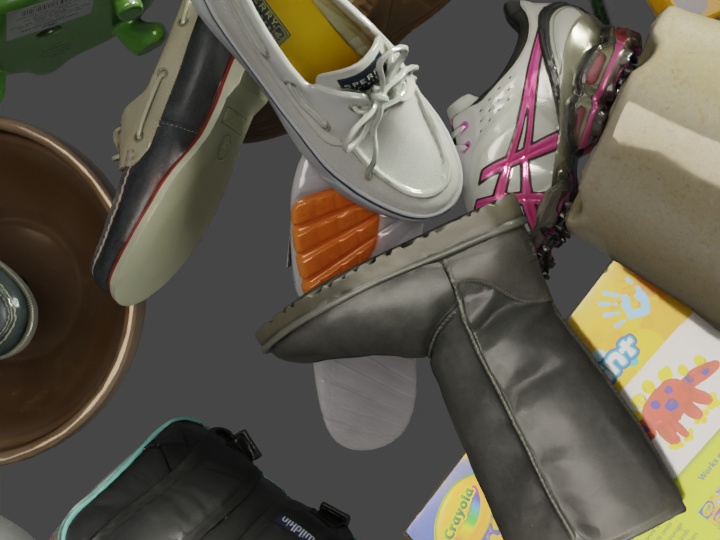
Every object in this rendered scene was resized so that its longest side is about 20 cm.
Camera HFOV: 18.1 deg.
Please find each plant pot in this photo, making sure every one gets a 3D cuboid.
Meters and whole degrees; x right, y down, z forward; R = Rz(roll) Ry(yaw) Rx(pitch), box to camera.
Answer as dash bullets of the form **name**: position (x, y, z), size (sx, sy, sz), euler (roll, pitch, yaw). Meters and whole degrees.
- **plant pot**: position (-0.216, 0.012, 1.325), size (0.200, 0.093, 0.202), euler (0, 89, 9)
- **plant pot**: position (0.216, -0.043, 1.199), size (0.183, 0.200, 0.201), euler (25, 94, 6)

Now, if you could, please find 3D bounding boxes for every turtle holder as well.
- **turtle holder**: position (-0.181, -0.175, 1.264), size (0.140, 0.185, 0.132), euler (-23, 83, 17)

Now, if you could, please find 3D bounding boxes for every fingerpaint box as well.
- **fingerpaint box**: position (0.150, 0.118, 1.277), size (0.167, 0.073, 0.200), euler (37, 95, 6)

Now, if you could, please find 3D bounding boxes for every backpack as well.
- **backpack**: position (-0.101, 0.196, 1.253), size (0.176, 0.200, 0.154), euler (40, 112, 5)

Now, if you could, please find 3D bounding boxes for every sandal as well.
- **sandal**: position (-0.008, 0.001, 1.309), size (0.079, 0.059, 0.208), euler (-6, 110, -16)

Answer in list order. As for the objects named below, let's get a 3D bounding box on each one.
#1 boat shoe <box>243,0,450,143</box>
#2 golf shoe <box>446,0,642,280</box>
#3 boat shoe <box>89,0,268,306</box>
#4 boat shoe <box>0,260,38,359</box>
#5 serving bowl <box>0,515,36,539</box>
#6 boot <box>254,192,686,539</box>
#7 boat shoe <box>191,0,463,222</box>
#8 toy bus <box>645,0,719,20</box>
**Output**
- **boat shoe**: position (-0.017, -0.155, 1.314), size (0.200, 0.072, 0.072), euler (-41, 54, 17)
- **golf shoe**: position (0.086, -0.057, 1.291), size (0.092, 0.073, 0.201), euler (22, 84, 12)
- **boat shoe**: position (-0.102, -0.077, 1.253), size (0.062, 0.071, 0.201), euler (24, 84, 18)
- **boat shoe**: position (-0.277, 0.001, 1.257), size (0.199, 0.062, 0.073), euler (22, 93, 9)
- **serving bowl**: position (-0.263, 0.239, 1.346), size (0.199, 0.066, 0.201), euler (0, 89, 9)
- **boot**: position (0.057, 0.080, 1.228), size (0.181, 0.073, 0.201), euler (-25, 91, 17)
- **boat shoe**: position (-0.004, -0.103, 1.205), size (0.075, 0.086, 0.202), euler (-46, 110, -16)
- **toy bus**: position (0.180, -0.195, 1.276), size (0.078, 0.065, 0.201), euler (-32, 85, 7)
